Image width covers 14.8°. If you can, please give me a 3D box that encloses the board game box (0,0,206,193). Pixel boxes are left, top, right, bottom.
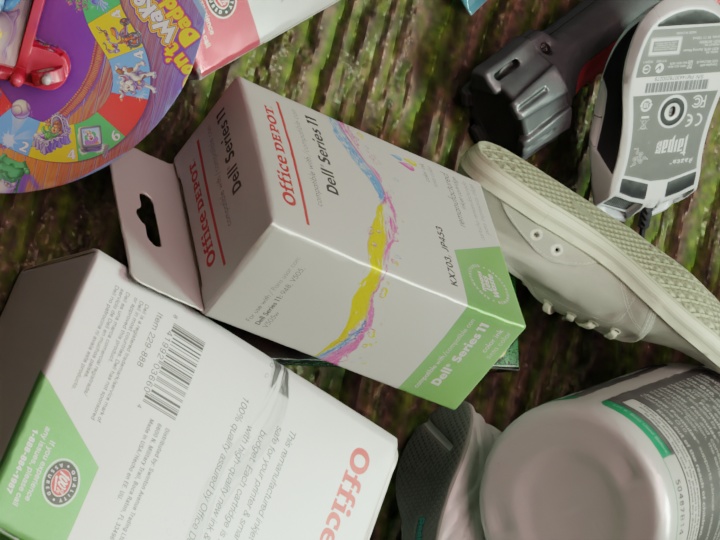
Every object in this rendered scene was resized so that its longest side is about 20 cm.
[{"bbox_3d":[-0.170,-0.132,1.319,0.157,0.039,0.201,-28,104,4],"label":"board game box"}]

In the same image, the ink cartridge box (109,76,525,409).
[{"bbox_3d":[-0.023,-0.020,1.388,0.199,0.067,0.118,21,34,-31],"label":"ink cartridge box"}]

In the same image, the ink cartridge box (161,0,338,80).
[{"bbox_3d":[-0.056,-0.203,1.426,0.199,0.083,0.146,-32,112,-34],"label":"ink cartridge box"}]

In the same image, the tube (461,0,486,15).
[{"bbox_3d":[0.033,-0.245,1.535,0.077,0.050,0.201,-42,112,-23],"label":"tube"}]

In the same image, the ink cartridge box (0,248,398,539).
[{"bbox_3d":[-0.097,0.104,1.364,0.199,0.084,0.147,34,65,-26],"label":"ink cartridge box"}]

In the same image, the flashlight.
[{"bbox_3d":[0.143,-0.128,1.585,0.068,0.068,0.200,46,60,10],"label":"flashlight"}]

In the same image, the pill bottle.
[{"bbox_3d":[0.156,0.111,1.494,0.200,0.112,0.114,-13,91,-58],"label":"pill bottle"}]

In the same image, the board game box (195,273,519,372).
[{"bbox_3d":[0.000,0.000,1.486,0.199,0.023,0.106,4,79,-34],"label":"board game box"}]

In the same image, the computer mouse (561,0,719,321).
[{"bbox_3d":[0.158,-0.066,1.556,0.109,0.044,0.201,-4,117,-30],"label":"computer mouse"}]

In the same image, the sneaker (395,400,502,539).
[{"bbox_3d":[0.047,0.173,1.467,0.080,0.070,0.201,34,65,-30],"label":"sneaker"}]

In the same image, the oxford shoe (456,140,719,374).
[{"bbox_3d":[0.128,0.005,1.506,0.199,0.075,0.058,33,106,-9],"label":"oxford shoe"}]
